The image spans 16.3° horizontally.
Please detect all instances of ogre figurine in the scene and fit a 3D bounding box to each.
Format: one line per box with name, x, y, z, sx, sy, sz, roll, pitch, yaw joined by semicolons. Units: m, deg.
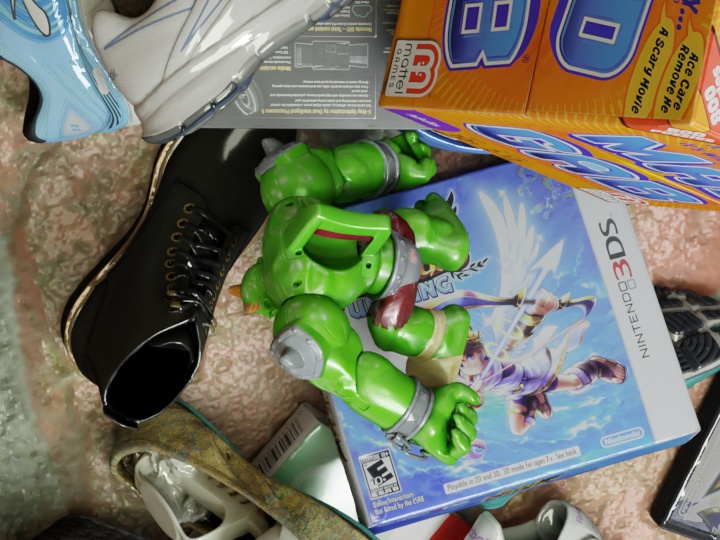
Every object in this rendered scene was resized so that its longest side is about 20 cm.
ogre figurine;0.000;0.000;1.345;0.120;0.098;0.200;17;70;-33

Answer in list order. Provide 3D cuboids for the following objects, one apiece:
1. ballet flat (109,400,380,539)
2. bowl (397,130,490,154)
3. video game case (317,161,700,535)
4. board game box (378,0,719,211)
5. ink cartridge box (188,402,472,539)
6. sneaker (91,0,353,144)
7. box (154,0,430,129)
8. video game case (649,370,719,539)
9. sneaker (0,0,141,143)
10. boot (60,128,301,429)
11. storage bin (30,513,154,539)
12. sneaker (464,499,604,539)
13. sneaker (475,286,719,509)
ballet flat;-0.063;0.146;1.415;0.071;0.200;0.071;-41;151;-28
bowl;0.077;-0.162;1.423;0.200;0.039;0.201;-4;108;-13
video game case;0.071;0.036;1.436;0.200;0.045;0.182;-16;77;-9
board game box;0.164;-0.147;1.277;0.200;0.200;0.200;19;82;-46
ink cartridge box;-0.008;0.198;1.514;0.200;0.050;0.161;38;95;-19
sneaker;-0.054;-0.153;1.299;0.200;0.075;0.087;-39;90;2
box;-0.012;-0.156;1.356;0.200;0.044;0.160;0;97;-2
video game case;0.301;0.097;1.569;0.181;0.026;0.200;21;101;-19
sneaker;-0.184;-0.153;1.342;0.090;0.078;0.200;-24;111;-2
boot;-0.084;-0.008;1.379;0.077;0.138;0.200;28;97;-19
storage bin;-0.118;0.238;1.423;0.200;0.094;0.135;19;108;15
sneaker;0.144;0.195;1.526;0.200;0.075;0.100;11;104;-26
sneaker;0.137;0.076;1.508;0.200;0.078;0.080;-27;141;-9
